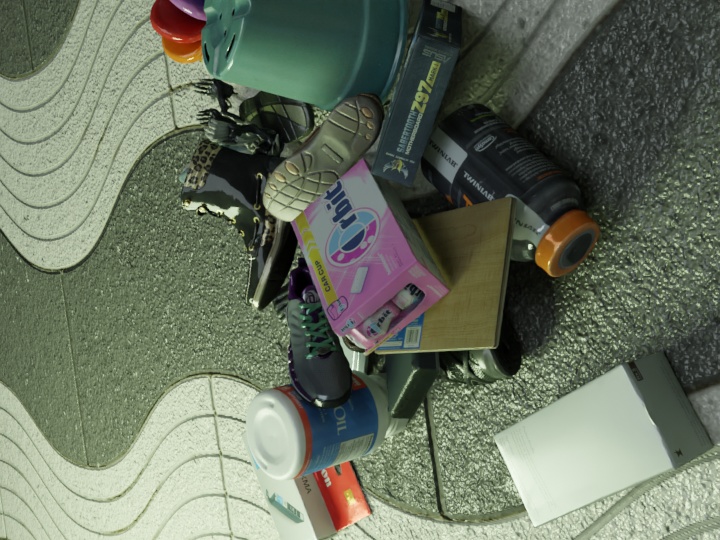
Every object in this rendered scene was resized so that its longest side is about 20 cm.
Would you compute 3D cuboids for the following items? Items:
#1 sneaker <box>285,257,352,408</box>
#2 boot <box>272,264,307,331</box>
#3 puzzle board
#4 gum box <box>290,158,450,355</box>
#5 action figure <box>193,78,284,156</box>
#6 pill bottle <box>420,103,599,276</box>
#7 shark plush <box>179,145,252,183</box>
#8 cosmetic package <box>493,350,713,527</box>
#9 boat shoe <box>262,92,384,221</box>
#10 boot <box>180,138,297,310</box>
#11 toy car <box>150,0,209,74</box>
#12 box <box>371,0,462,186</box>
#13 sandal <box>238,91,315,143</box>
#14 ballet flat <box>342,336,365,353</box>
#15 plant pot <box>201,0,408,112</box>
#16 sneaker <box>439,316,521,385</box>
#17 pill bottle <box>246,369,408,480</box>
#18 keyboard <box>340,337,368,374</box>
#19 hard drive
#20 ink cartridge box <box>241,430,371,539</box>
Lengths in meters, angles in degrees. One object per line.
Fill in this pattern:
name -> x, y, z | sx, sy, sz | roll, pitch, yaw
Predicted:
sneaker -> -0.060, 0.074, 1.177 | 0.201, 0.074, 0.088 | -113, 14, -48
boot -> -0.066, -0.011, 1.320 | 0.158, 0.079, 0.213 | -39, 69, 44
puzzle board -> 0.087, 0.011, 1.021 | 0.199, 0.017, 0.152 | -11, 67, 56
gum box -> 0.007, -0.014, 1.049 | 0.113, 0.066, 0.201 | -40, 41, 14
action figure -> -0.170, -0.168, 1.326 | 0.200, 0.101, 0.119 | 54, 145, 33
pill bottle -> 0.162, -0.082, 1.038 | 0.200, 0.106, 0.107 | 48, 128, 32
shark plush -> -0.169, -0.132, 1.413 | 0.199, 0.083, 0.091 | 26, 148, 24
cosmetic package -> 0.245, 0.177, 1.009 | 0.200, 0.081, 0.114 | -37, 69, 43
boat shoe -> -0.038, -0.133, 1.150 | 0.076, 0.072, 0.200 | 45, 120, -9
boot -> -0.157, -0.063, 1.253 | 0.149, 0.073, 0.202 | 19, 107, 14
toy car -> -0.221, -0.379, 1.378 | 0.176, 0.149, 0.200 | 57, 132, 25
box -> 0.064, -0.203, 1.076 | 0.051, 0.200, 0.159 | 17, 118, -2
sandal -> -0.112, -0.221, 1.358 | 0.201, 0.057, 0.081 | 13, 115, 61
ballet flat -> 0.000, 0.000, 1.168 | 0.067, 0.075, 0.202 | 0, 92, 9
plant pot -> -0.076, -0.289, 1.163 | 0.200, 0.195, 0.202 | -11, 78, 61
sneaker -> 0.104, 0.043, 1.144 | 0.114, 0.076, 0.201 | -27, 81, 40
pill bottle -> -0.035, 0.187, 1.229 | 0.112, 0.199, 0.113 | 10, 105, 45
keyboard -> -0.014, 0.079, 1.271 | 0.056, 0.011, 0.201 | 17, 129, 14
hard drive -> 0.055, 0.055, 1.142 | 0.140, 0.033, 0.202 | 110, 160, -58
ink cartridge box -> -0.085, 0.295, 1.417 | 0.176, 0.044, 0.201 | -42, 66, 44
